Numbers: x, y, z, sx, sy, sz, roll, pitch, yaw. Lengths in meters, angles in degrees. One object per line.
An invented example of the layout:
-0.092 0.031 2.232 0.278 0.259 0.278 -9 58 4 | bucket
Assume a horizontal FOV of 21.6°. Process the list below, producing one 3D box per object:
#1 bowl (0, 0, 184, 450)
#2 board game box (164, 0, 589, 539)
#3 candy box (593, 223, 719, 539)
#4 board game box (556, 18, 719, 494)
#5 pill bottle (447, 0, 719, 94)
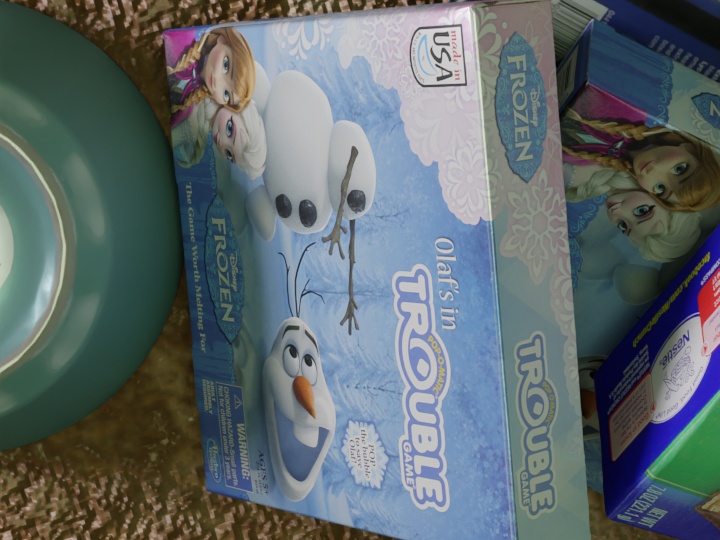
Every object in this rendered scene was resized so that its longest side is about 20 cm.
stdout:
-0.173 -0.013 0.777 0.198 0.105 0.203 0 97 -4 | bowl
0.000 0.000 0.748 0.043 0.198 0.202 -11 100 -39 | board game box
0.212 0.046 0.692 0.198 0.078 0.170 16 137 -16 | candy box
0.130 0.019 0.775 0.197 0.044 0.200 24 135 -11 | board game box
0.143 -0.109 0.753 0.199 0.112 0.113 26 94 -12 | pill bottle
